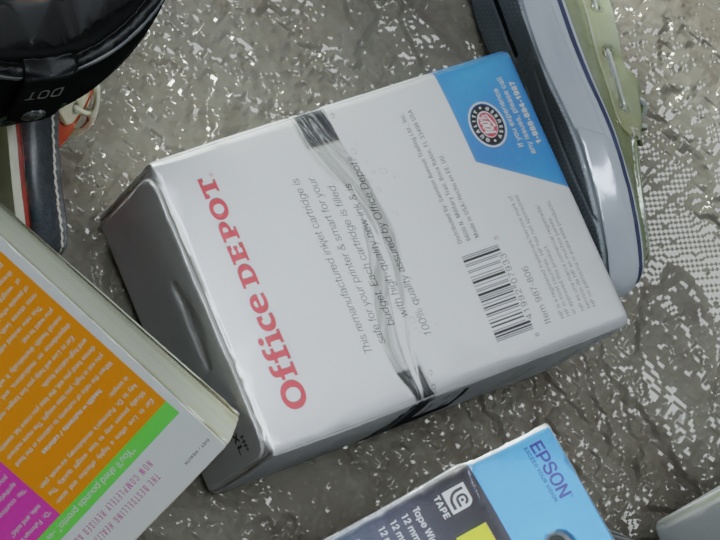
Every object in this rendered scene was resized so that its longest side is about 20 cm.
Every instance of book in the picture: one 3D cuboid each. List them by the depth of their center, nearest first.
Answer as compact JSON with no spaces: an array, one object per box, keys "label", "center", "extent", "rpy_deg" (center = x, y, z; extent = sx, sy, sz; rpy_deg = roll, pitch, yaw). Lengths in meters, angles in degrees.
[{"label":"book","center":[-0.171,0.048,1.218],"extent":[0.200,0.048,0.134],"rpy_deg":[43,103,-6]}]

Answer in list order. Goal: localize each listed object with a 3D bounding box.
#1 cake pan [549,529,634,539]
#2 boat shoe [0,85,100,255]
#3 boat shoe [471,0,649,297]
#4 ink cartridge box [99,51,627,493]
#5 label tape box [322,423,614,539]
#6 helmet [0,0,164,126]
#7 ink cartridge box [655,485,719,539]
[{"label":"cake pan","center":[0.104,0.210,1.320],"extent":[0.200,0.037,0.200],"rpy_deg":[7,71,-21]},{"label":"boat shoe","center":[-0.149,-0.095,1.299],"extent":[0.063,0.071,0.200],"rpy_deg":[1,68,-26]},{"label":"boat shoe","center":[0.111,-0.083,1.401],"extent":[0.062,0.072,0.200],"rpy_deg":[-9,74,-23]},{"label":"ink cartridge box","center":[0.000,0.000,1.318],"extent":[0.200,0.084,0.145],"rpy_deg":[-19,80,-28]},{"label":"label tape box","center":[0.027,0.178,1.244],"extent":[0.200,0.066,0.143],"rpy_deg":[-28,79,-10]},{"label":"helmet","center":[-0.169,-0.159,1.180],"extent":[0.200,0.191,0.200],"rpy_deg":[-3,97,-25]},{"label":"ink cartridge box","center":[0.260,0.137,1.363],"extent":[0.200,0.084,0.144],"rpy_deg":[-23,83,-39]}]
